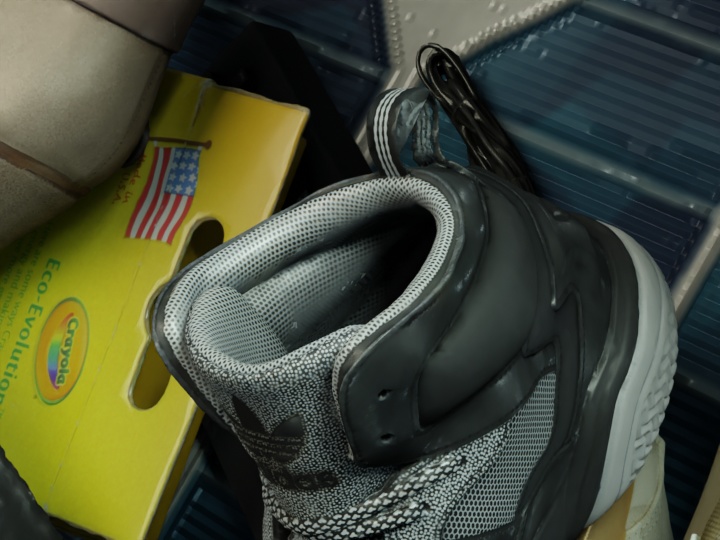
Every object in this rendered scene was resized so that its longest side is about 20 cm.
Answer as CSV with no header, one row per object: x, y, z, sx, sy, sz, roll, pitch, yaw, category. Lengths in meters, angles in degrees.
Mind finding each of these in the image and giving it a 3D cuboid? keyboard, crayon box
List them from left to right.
-0.099,0.000,0.794,0.199,0.051,0.127,17,82,38,crayon box
0.000,0.000,0.762,0.127,0.021,0.200,-42,47,14,keyboard

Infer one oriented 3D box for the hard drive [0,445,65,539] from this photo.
-0.123,0.104,0.666,0.200,0.140,0.038,54,140,7,hard drive

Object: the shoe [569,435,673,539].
0.037,0.093,0.655,0.070,0.053,0.201,-8,60,31,shoe

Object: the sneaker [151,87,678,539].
-0.005,0.061,0.588,0.075,0.114,0.201,7,68,38,sneaker

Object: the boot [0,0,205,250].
-0.126,-0.084,0.770,0.146,0.070,0.200,-48,61,11,boot

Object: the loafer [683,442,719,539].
0.091,0.084,0.583,0.067,0.076,0.201,115,171,-72,loafer
